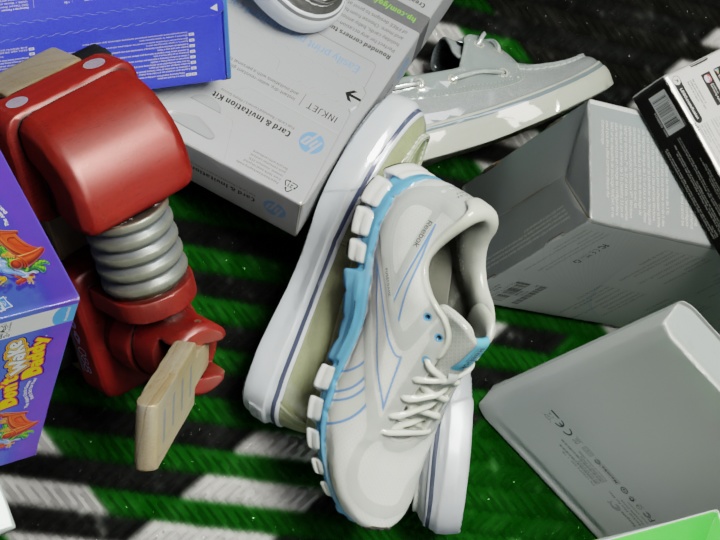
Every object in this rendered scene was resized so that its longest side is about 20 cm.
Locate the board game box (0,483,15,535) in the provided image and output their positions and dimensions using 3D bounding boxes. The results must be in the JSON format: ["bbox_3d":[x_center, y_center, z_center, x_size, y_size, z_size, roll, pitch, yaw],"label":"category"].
[{"bbox_3d":[-0.248,0.054,0.986,0.064,0.148,0.200,-18,82,-31],"label":"board game box"}]

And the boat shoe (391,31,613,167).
[{"bbox_3d":[0.065,-0.110,1.235,0.201,0.070,0.072,-20,90,-27],"label":"boat shoe"}]

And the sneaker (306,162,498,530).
[{"bbox_3d":[0.029,0.047,1.079,0.075,0.087,0.200,-1,103,-41],"label":"sneaker"}]

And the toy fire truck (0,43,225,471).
[{"bbox_3d":[-0.121,0.000,1.012,0.129,0.200,0.176,-30,125,-28],"label":"toy fire truck"}]

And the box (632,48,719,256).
[{"bbox_3d":[0.248,-0.035,1.145,0.110,0.035,0.200,-26,86,-31],"label":"box"}]

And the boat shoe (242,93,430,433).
[{"bbox_3d":[0.000,0.000,1.142,0.062,0.072,0.200,23,90,13],"label":"boat shoe"}]

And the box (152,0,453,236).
[{"bbox_3d":[-0.053,-0.136,1.173,0.156,0.041,0.200,28,61,8],"label":"box"}]

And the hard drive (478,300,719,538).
[{"bbox_3d":[0.163,0.096,1.146,0.132,0.200,0.026,47,59,-7],"label":"hard drive"}]

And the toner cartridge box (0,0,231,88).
[{"bbox_3d":[-0.172,-0.139,1.080,0.200,0.095,0.043,-8,38,-10],"label":"toner cartridge box"}]

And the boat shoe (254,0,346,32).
[{"bbox_3d":[-0.046,-0.235,1.137,0.070,0.066,0.200,-11,83,-30],"label":"boat shoe"}]

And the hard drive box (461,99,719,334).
[{"bbox_3d":[0.182,-0.023,1.219,0.200,0.156,0.077,11,69,-24],"label":"hard drive box"}]

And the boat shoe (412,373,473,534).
[{"bbox_3d":[0.031,0.054,1.180,0.067,0.074,0.200,2,71,0],"label":"boat shoe"}]

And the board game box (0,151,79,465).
[{"bbox_3d":[-0.209,-0.018,0.996,0.045,0.135,0.200,-16,59,-30],"label":"board game box"}]

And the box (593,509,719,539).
[{"bbox_3d":[0.078,0.203,1.085,0.200,0.176,0.097,-11,79,-29],"label":"box"}]
